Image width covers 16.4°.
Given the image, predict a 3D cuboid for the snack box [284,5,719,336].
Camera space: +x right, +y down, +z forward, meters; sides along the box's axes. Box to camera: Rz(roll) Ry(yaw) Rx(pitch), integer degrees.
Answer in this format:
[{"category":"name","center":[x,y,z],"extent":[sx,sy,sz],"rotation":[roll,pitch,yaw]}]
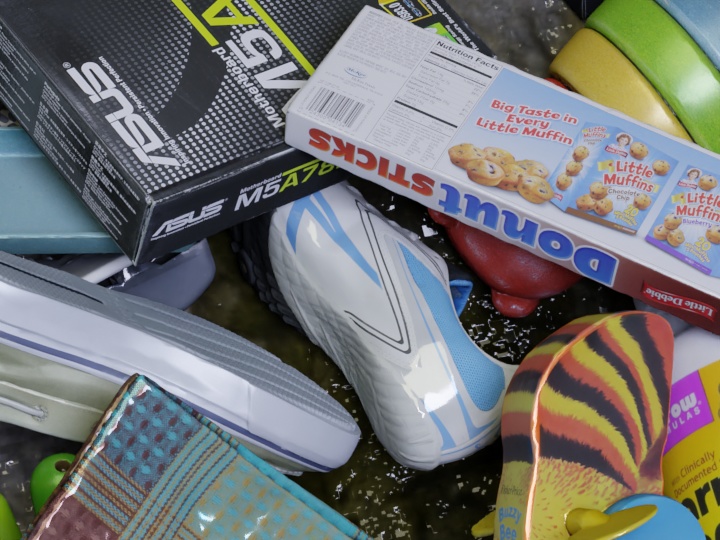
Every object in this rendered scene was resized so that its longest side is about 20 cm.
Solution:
[{"category":"snack box","center":[0.073,-0.042,1.004],"extent":[0.199,0.024,0.072],"rotation":[24,51,14]}]

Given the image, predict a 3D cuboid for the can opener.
[{"category":"can opener","center":[-0.146,0.027,1.057],"extent":[0.200,0.067,0.053],"rotation":[-31,25,-25]}]

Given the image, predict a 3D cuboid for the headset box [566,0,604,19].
[{"category":"headset box","center":[0.121,-0.242,1.179],"extent":[0.200,0.093,0.174],"rotation":[-32,64,-11]}]

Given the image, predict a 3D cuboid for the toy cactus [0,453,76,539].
[{"category":"toy cactus","center":[-0.128,0.157,1.007],"extent":[0.199,0.102,0.166],"rotation":[2,82,-1]}]

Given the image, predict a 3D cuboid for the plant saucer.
[{"category":"plant saucer","center":[-0.165,-0.032,1.053],"extent":[0.199,0.019,0.070],"rotation":[0,44,-3]}]

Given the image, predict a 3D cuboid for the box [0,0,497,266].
[{"category":"box","center":[-0.073,-0.113,1.082],"extent":[0.193,0.048,0.200],"rotation":[-21,60,-35]}]

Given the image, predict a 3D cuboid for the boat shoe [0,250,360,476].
[{"category":"boat shoe","center":[-0.094,0.048,1.031],"extent":[0.199,0.072,0.062],"rotation":[23,102,-25]}]

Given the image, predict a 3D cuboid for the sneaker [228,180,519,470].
[{"category":"sneaker","center":[0.000,0.000,1.082],"extent":[0.072,0.072,0.200],"rotation":[-23,62,-25]}]

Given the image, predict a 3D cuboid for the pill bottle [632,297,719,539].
[{"category":"pill bottle","center":[0.170,0.084,1.001],"extent":[0.104,0.104,0.201],"rotation":[-14,62,-3]}]

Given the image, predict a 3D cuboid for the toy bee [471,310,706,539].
[{"category":"toy bee","center":[0.077,0.117,0.955],"extent":[0.108,0.131,0.201],"rotation":[-4,67,-19]}]

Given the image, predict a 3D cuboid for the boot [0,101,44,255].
[{"category":"boot","center":[-0.201,-0.090,1.124],"extent":[0.153,0.074,0.204],"rotation":[23,70,3]}]

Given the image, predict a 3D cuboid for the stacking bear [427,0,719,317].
[{"category":"stacking bear","center":[0.122,-0.065,1.080],"extent":[0.200,0.122,0.114],"rotation":[-38,27,-2]}]

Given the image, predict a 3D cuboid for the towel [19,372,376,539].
[{"category":"towel","center":[-0.048,0.153,0.958],"extent":[0.200,0.022,0.147],"rotation":[39,73,-20]}]
